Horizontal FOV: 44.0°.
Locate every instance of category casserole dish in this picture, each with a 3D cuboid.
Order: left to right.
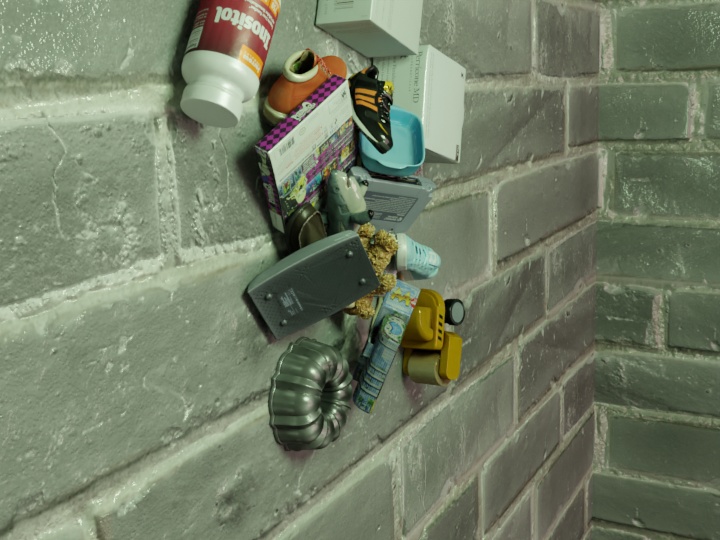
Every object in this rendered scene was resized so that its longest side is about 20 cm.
[{"bbox_3d":[0.053,-0.229,1.589,0.202,0.119,0.039,-89,-170,-49],"label":"casserole dish"}]

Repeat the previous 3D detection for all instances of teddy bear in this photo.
[{"bbox_3d":[0.000,0.000,1.594,0.200,0.144,0.067,-50,-177,34],"label":"teddy bear"}]

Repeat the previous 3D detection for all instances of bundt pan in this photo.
[{"bbox_3d":[-0.076,0.221,1.565,0.201,0.075,0.206,-10,102,-61],"label":"bundt pan"}]

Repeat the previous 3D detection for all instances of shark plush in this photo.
[{"bbox_3d":[-0.047,-0.090,1.529,0.082,0.201,0.092,12,53,-20],"label":"shark plush"}]

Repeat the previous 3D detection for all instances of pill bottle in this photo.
[{"bbox_3d":[-0.186,-0.310,1.253,0.113,0.111,0.204,37,61,-57],"label":"pill bottle"}]

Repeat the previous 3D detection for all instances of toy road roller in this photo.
[{"bbox_3d":[0.131,0.141,1.900,0.145,0.122,0.204,9,84,-47],"label":"toy road roller"}]

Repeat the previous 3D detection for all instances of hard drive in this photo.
[{"bbox_3d":[-0.077,0.020,1.451,0.136,0.198,0.043,63,-1,-42],"label":"hard drive"}]

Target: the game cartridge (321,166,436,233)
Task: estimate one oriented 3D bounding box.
[{"bbox_3d":[0.030,-0.121,1.617,0.198,0.041,0.134,4,132,-39],"label":"game cartridge"}]

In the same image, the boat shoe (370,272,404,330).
[{"bbox_3d":[0.072,0.058,1.827,0.072,0.064,0.203,38,60,-56],"label":"boat shoe"}]

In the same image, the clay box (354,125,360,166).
[{"bbox_3d":[-0.055,-0.241,1.572,0.200,0.047,0.117,36,61,-58],"label":"clay box"}]

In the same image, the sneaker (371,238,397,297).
[{"bbox_3d":[0.021,-0.049,1.727,0.082,0.074,0.204,15,69,-55],"label":"sneaker"}]

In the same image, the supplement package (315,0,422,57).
[{"bbox_3d":[0.020,-0.472,1.609,0.199,0.115,0.119,11,83,-61],"label":"supplement package"}]

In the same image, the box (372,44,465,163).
[{"bbox_3d":[0.115,-0.328,1.790,0.199,0.129,0.203,7,87,-61],"label":"box"}]

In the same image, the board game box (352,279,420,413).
[{"bbox_3d":[0.044,0.128,1.652,0.200,0.061,0.203,-61,172,-69],"label":"board game box"}]

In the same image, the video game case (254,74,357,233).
[{"bbox_3d":[-0.082,-0.188,1.445,0.200,0.035,0.183,-48,150,-27],"label":"video game case"}]

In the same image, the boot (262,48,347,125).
[{"bbox_3d":[-0.073,-0.318,1.445,0.200,0.075,0.108,-45,166,-44],"label":"boot"}]

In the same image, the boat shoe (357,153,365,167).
[{"bbox_3d":[0.060,-0.153,1.680,0.202,0.062,0.075,56,41,-48],"label":"boat shoe"}]

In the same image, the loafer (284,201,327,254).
[{"bbox_3d":[-0.073,-0.029,1.495,0.073,0.071,0.202,-46,147,-29],"label":"loafer"}]

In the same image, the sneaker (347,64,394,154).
[{"bbox_3d":[0.025,-0.286,1.532,0.070,0.090,0.201,41,16,-43],"label":"sneaker"}]

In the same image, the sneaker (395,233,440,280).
[{"bbox_3d":[0.113,-0.029,1.735,0.200,0.080,0.075,43,43,-75],"label":"sneaker"}]
